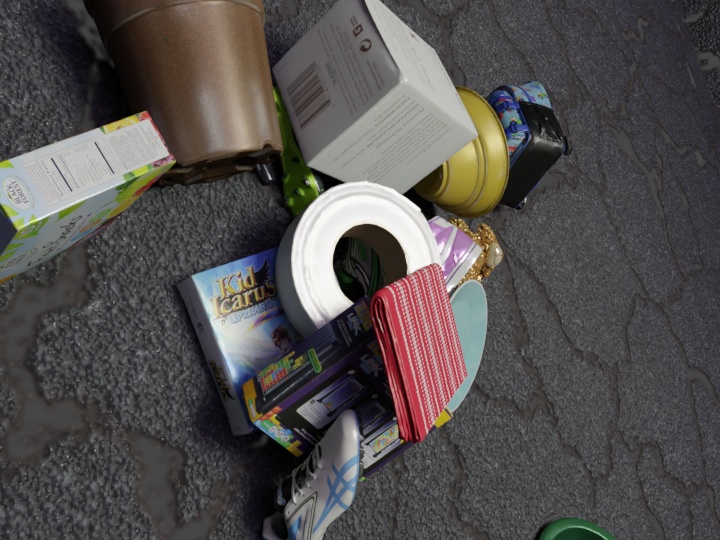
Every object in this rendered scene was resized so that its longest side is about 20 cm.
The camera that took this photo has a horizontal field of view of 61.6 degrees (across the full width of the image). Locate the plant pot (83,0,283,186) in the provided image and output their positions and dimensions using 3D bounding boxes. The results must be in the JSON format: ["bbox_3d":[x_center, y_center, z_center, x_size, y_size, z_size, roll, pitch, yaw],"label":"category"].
[{"bbox_3d":[-0.178,-0.210,0.668,0.198,0.198,0.203,-17,93,-43],"label":"plant pot"}]

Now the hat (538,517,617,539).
[{"bbox_3d":[0.354,0.532,0.992,0.198,0.178,0.166,31,49,17],"label":"hat"}]

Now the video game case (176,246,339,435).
[{"bbox_3d":[-0.097,0.068,0.733,0.198,0.045,0.185,-22,89,-43],"label":"video game case"}]

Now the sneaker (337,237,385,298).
[{"bbox_3d":[-0.001,-0.025,0.830,0.083,0.078,0.204,-19,71,-7],"label":"sneaker"}]

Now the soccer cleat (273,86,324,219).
[{"bbox_3d":[-0.079,-0.153,0.816,0.080,0.067,0.204,-17,85,-49],"label":"soccer cleat"}]

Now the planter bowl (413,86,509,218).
[{"bbox_3d":[0.124,-0.168,0.920,0.082,0.199,0.205,-21,89,-31],"label":"planter bowl"}]

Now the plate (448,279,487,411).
[{"bbox_3d":[0.140,0.112,0.898,0.199,0.025,0.205,-28,124,-51],"label":"plate"}]

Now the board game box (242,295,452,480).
[{"bbox_3d":[-0.008,0.145,0.670,0.201,0.164,0.057,53,3,-42],"label":"board game box"}]

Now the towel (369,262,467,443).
[{"bbox_3d":[0.066,0.076,0.637,0.199,0.022,0.148,-21,98,-65],"label":"towel"}]

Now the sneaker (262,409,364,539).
[{"bbox_3d":[-0.049,0.226,0.631,0.071,0.203,0.072,16,28,-18],"label":"sneaker"}]

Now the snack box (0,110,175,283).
[{"bbox_3d":[-0.264,-0.053,0.520,0.142,0.198,0.054,-37,100,-42],"label":"snack box"}]

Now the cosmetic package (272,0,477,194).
[{"bbox_3d":[0.020,-0.224,0.807,0.198,0.165,0.170,12,49,-54],"label":"cosmetic package"}]

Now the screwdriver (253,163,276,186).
[{"bbox_3d":[-0.155,-0.207,0.784,0.028,0.029,0.204,-25,97,-43],"label":"screwdriver"}]

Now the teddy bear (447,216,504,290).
[{"bbox_3d":[0.169,-0.016,0.984,0.197,0.066,0.149,8,72,-39],"label":"teddy bear"}]

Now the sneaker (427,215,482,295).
[{"bbox_3d":[0.079,0.011,0.884,0.114,0.073,0.202,38,73,-2],"label":"sneaker"}]

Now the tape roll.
[{"bbox_3d":[0.000,0.000,0.728,0.198,0.071,0.208,5,77,-23],"label":"tape roll"}]

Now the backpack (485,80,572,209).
[{"bbox_3d":[0.259,-0.241,1.075,0.131,0.183,0.204,8,55,-21],"label":"backpack"}]
